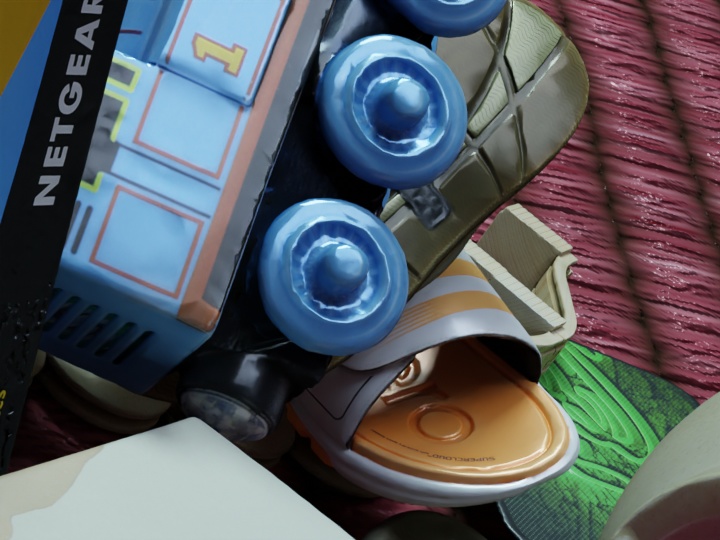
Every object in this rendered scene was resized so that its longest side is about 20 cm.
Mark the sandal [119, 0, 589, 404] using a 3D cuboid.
[{"bbox_3d":[-0.010,-0.019,0.951,0.200,0.054,0.080,-37,92,-28],"label":"sandal"}]

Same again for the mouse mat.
[{"bbox_3d":[0.094,0.071,1.127,0.161,0.008,0.200,22,20,-27],"label":"mouse mat"}]

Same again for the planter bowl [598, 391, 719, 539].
[{"bbox_3d":[0.145,0.116,0.895,0.200,0.200,0.135,48,23,25],"label":"planter bowl"}]

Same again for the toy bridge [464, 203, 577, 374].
[{"bbox_3d":[0.048,0.012,1.149,0.067,0.027,0.200,40,20,13],"label":"toy bridge"}]

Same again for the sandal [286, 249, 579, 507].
[{"bbox_3d":[-0.007,0.002,1.006,0.079,0.059,0.207,-22,46,-29],"label":"sandal"}]

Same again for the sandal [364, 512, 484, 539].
[{"bbox_3d":[0.027,0.123,0.899,0.080,0.054,0.200,31,25,-10],"label":"sandal"}]

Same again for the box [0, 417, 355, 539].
[{"bbox_3d":[-0.086,0.109,0.749,0.078,0.095,0.200,37,22,20],"label":"box"}]

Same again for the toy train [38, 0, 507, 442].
[{"bbox_3d":[-0.032,-0.051,0.871,0.114,0.087,0.200,25,67,-15],"label":"toy train"}]

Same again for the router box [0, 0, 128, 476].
[{"bbox_3d":[-0.143,0.005,0.739,0.051,0.200,0.149,25,17,34],"label":"router box"}]

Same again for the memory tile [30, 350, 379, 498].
[{"bbox_3d":[-0.080,0.007,1.032,0.200,0.017,0.153,18,30,-34],"label":"memory tile"}]
